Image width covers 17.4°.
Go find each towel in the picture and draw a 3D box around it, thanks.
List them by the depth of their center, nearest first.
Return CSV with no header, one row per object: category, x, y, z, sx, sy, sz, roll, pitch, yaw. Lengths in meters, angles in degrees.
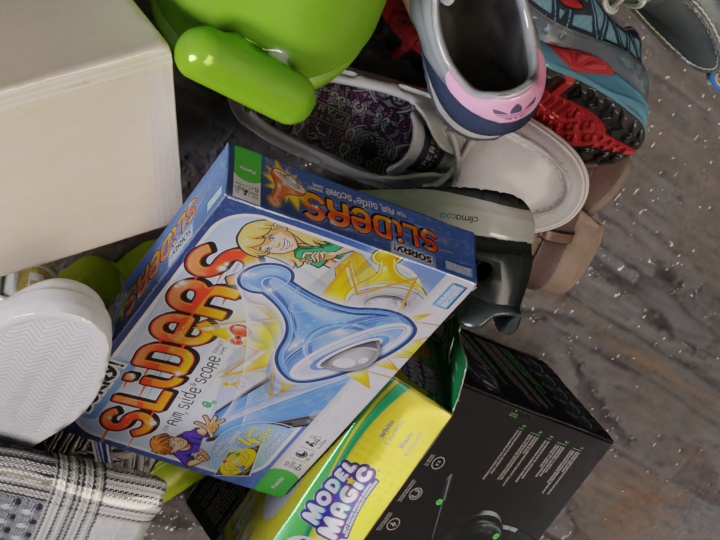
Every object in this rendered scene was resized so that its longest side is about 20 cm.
towel,-0.216,0.153,1.169,0.193,0.035,0.200,14,132,-19

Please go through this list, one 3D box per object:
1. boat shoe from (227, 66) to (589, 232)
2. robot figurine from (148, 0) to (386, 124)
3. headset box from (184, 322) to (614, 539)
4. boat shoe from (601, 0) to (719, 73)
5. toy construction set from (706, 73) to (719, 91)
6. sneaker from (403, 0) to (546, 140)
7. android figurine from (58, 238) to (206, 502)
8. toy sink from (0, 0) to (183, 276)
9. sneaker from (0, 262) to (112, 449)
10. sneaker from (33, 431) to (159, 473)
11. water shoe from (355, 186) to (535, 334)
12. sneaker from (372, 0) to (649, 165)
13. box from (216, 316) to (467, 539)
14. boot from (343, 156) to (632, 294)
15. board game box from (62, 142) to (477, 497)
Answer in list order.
boat shoe,0.027,-0.068,1.234,0.200,0.069,0.072,25,101,-7
robot figurine,-0.038,-0.157,1.118,0.116,0.176,0.200,5,153,-11
headset box,0.030,0.123,1.426,0.200,0.093,0.174,21,110,-41
boat shoe,0.131,-0.167,1.248,0.200,0.073,0.062,46,65,-25
toy construction set,0.216,-0.193,1.311,0.131,0.092,0.200,-23,130,19
sneaker,0.046,-0.164,1.157,0.070,0.082,0.200,-23,92,-9
android figurine,-0.129,0.060,1.316,0.200,0.041,0.182,-33,134,-4
toy sink,-0.201,-0.067,1.108,0.200,0.130,0.112,-18,132,-21
sneaker,-0.169,0.029,1.153,0.074,0.116,0.200,22,143,-18
sneaker,-0.152,0.099,1.263,0.076,0.077,0.200,26,95,-16
water shoe,0.000,0.000,1.216,0.071,0.200,0.079,10,81,-45
sneaker,0.076,-0.141,1.275,0.200,0.096,0.079,37,138,-26
box,-0.010,0.103,1.264,0.048,0.117,0.200,33,104,-11
boot,0.067,-0.025,1.344,0.146,0.070,0.200,34,96,-37
board game box,-0.051,0.030,1.158,0.135,0.034,0.200,19,136,-22
